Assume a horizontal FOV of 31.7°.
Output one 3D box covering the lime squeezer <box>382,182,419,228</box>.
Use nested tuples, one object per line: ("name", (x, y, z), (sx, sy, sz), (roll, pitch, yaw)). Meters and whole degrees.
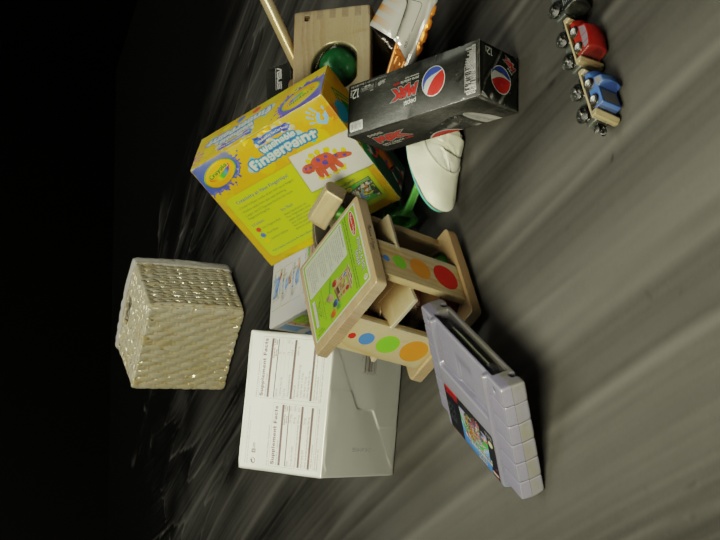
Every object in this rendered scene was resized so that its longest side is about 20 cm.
("lime squeezer", (0.054, -0.079, 1.553), (0.200, 0.037, 0.072), (-124, 56, -79))

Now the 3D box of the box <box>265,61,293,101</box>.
("box", (-0.063, -0.147, 1.713), (0.047, 0.200, 0.196), (-12, 62, 22))

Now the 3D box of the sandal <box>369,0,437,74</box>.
("sandal", (0.038, -0.268, 1.493), (0.079, 0.058, 0.210), (-144, 70, -69))

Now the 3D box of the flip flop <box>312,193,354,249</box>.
("flip flop", (0.000, 0.000, 1.514), (0.201, 0.081, 0.057), (58, 166, -20))

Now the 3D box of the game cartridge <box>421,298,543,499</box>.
("game cartridge", (0.116, 0.125, 1.252), (0.200, 0.038, 0.132), (-133, 30, -61))

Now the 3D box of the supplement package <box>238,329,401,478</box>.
("supplement package", (-0.042, 0.158, 1.489), (0.109, 0.199, 0.159), (2, 84, 25))

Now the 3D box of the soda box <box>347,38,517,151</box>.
("soda box", (0.077, -0.188, 1.389), (0.198, 0.070, 0.064), (-11, 71, 45))

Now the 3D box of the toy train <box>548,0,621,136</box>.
("toy train", (0.210, -0.208, 1.187), (0.046, 0.034, 0.202), (-45, 40, 41))

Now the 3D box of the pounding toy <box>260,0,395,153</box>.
("pounding toy", (-0.042, -0.245, 1.605), (0.200, 0.140, 0.187), (51, -143, -68))

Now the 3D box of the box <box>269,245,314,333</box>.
("box", (-0.036, 0.018, 1.666), (0.200, 0.111, 0.103), (149, 127, -65))

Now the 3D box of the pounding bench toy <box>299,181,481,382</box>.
("pounding bench toy", (0.031, -0.002, 1.414), (0.125, 0.154, 0.202), (-50, 37, 34))

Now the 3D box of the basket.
("basket", (-0.332, 0.103, 2.343), (0.161, 0.197, 0.201), (-123, 43, -51))

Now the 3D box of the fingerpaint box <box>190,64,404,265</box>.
("fingerpaint box", (-0.074, -0.123, 1.522), (0.198, 0.167, 0.074), (-27, 30, 26))

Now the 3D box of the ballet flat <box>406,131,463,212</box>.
("ballet flat", (0.087, -0.161, 1.474), (0.070, 0.068, 0.202), (119, 152, -45))
